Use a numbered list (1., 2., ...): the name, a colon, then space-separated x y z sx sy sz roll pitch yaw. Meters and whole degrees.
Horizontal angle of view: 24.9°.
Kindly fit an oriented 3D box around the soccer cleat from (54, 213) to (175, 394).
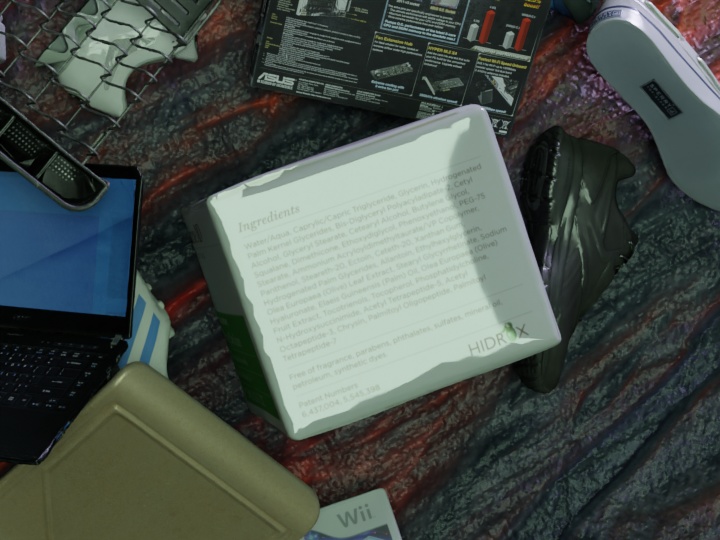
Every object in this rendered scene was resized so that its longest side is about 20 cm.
1. soccer cleat: -0.181 0.021 1.172 0.086 0.070 0.201 -6 78 -48

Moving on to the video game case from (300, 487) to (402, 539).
1. video game case: -0.019 0.272 1.169 0.143 0.018 0.200 -19 67 -1

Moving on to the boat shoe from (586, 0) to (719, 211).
1. boat shoe: 0.248 -0.133 1.245 0.200 0.073 0.065 52 41 -25

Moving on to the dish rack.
1. dish rack: -0.187 -0.159 1.078 0.153 0.055 0.200 41 80 -27

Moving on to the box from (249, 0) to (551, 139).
1. box: 0.031 -0.191 1.169 0.199 0.050 0.158 10 120 -8

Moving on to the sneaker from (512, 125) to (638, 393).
1. sneaker: 0.163 -0.005 1.231 0.091 0.076 0.201 10 91 -17

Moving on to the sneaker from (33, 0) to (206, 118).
1. sneaker: -0.138 -0.197 1.170 0.088 0.074 0.200 39 93 -9

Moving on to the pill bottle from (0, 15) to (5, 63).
1. pill bottle: -0.295 -0.240 1.112 0.119 0.120 0.201 -4 92 -11

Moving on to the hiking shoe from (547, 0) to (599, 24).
1. hiking shoe: 0.081 -0.225 1.220 0.200 0.074 0.087 26 103 -7

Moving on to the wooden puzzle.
1. wooden puzzle: -0.158 0.173 1.142 0.200 0.037 0.185 -42 116 16

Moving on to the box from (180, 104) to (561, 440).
1. box: 0.000 0.000 1.131 0.199 0.199 0.172 -19 94 -10

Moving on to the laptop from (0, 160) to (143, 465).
1. laptop: -0.253 0.021 1.091 0.177 0.200 0.104 4 126 22
